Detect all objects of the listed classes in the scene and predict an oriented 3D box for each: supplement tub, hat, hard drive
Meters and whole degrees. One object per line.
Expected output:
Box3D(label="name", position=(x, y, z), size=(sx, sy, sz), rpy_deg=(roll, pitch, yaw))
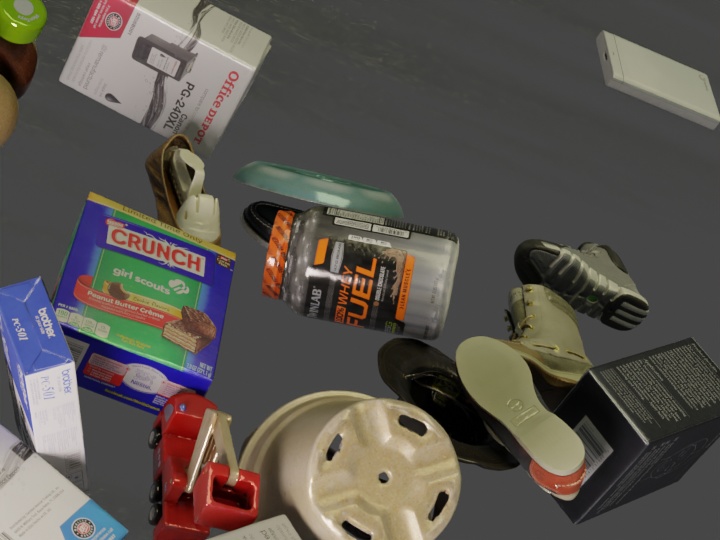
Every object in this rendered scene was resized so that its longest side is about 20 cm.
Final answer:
Box3D(label="supplement tub", position=(0.000, 0.000, 1.705), size=(0.200, 0.123, 0.123), rpy_deg=(11, 38, 1))
Box3D(label="hat", position=(0.075, 0.161, 1.640), size=(0.201, 0.081, 0.201), rpy_deg=(33, 21, -14))
Box3D(label="hard drive", position=(0.474, -0.304, 2.512), size=(0.200, 0.027, 0.132), rpy_deg=(20, 38, -18))

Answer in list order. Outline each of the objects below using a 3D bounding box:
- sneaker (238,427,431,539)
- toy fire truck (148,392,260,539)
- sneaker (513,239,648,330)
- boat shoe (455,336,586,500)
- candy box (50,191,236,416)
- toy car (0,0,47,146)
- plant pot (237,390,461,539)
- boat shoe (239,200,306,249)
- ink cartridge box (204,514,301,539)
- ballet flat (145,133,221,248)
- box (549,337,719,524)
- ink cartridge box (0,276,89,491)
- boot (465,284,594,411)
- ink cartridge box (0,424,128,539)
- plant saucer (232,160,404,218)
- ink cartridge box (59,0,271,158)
Box3D(label="sneaker", position=(-0.021, 0.201, 1.529), size=(0.200, 0.070, 0.076), rpy_deg=(21, 36, -17))
Box3D(label="toy fire truck", position=(-0.143, 0.173, 1.411), size=(0.049, 0.141, 0.200), rpy_deg=(16, 40, -22))
Box3D(label="sneaker", position=(0.269, -0.004, 1.989), size=(0.200, 0.075, 0.116), rpy_deg=(29, 30, -23))
Box3D(label="boat shoe", position=(0.161, 0.149, 1.605), size=(0.071, 0.063, 0.200), rpy_deg=(-29, 53, -14))
Box3D(label="candy box", position=(-0.220, 0.036, 1.563), size=(0.169, 0.077, 0.200), rpy_deg=(22, 36, -14))
Box3D(label="toy car", position=(-0.412, -0.175, 1.609), size=(0.158, 0.164, 0.200), rpy_deg=(13, 53, -25))
Box3D(label="plant pot", position=(0.000, 0.190, 1.393), size=(0.200, 0.183, 0.201), rpy_deg=(3, 76, -13))
Box3D(label="boat shoe", position=(-0.038, -0.040, 1.799), size=(0.200, 0.060, 0.076), rpy_deg=(21, 38, -16))
Box3D(label="ink cartridge box", position=(-0.127, 0.313, 1.258), size=(0.200, 0.145, 0.147), rpy_deg=(-11, 55, -43))
Box3D(label="ballet flat", position=(-0.186, -0.074, 1.719), size=(0.068, 0.072, 0.200), rpy_deg=(9, 43, -30))
Box3D(label="box", position=(0.303, 0.174, 1.736), size=(0.200, 0.148, 0.107), rpy_deg=(-11, 55, -44))
Box3D(label="ink cartridge box", position=(-0.270, 0.106, 1.344), size=(0.044, 0.200, 0.094), rpy_deg=(-16, 55, -18))
Box3D(label="boot", position=(0.186, 0.080, 1.822), size=(0.200, 0.072, 0.155), rpy_deg=(18, 39, -28))
Box3D(label="ink cartridge box", position=(-0.316, 0.210, 1.287), size=(0.200, 0.084, 0.145), rpy_deg=(39, 36, 6))
Box3D(label="plant saucer", position=(-0.045, -0.094, 1.792), size=(0.200, 0.027, 0.200), rpy_deg=(13, 5, -1))
Box3D(label="ink cartridge box", position=(-0.224, -0.243, 1.821), size=(0.200, 0.145, 0.083), rpy_deg=(28, 36, -8))
